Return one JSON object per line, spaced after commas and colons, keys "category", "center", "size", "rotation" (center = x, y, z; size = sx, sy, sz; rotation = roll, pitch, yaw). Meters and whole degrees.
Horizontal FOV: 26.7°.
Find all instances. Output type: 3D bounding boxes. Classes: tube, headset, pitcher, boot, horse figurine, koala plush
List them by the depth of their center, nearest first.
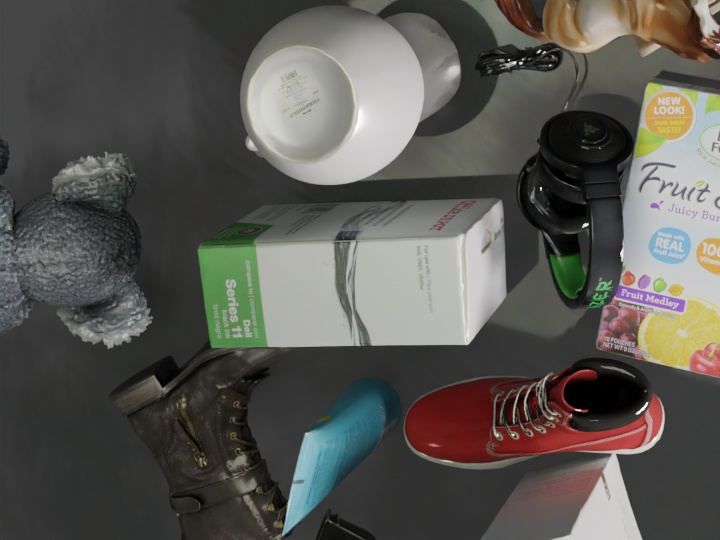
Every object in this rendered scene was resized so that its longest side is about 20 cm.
{"category": "horse figurine", "center": [0.160, -0.196, 1.039], "size": [0.200, 0.050, 0.133], "rotation": [-5, 115, 52]}
{"category": "pitcher", "center": [-0.028, -0.117, 1.086], "size": [0.171, 0.200, 0.122], "rotation": [-30, 91, 22]}
{"category": "headset", "center": [0.139, -0.070, 1.090], "size": [0.093, 0.124, 0.201], "rotation": [-3, 71, -8]}
{"category": "boot", "center": [0.117, 0.100, 1.110], "size": [0.199, 0.144, 0.073], "rotation": [-5, 74, 15]}
{"category": "tube", "center": [-0.017, 0.130, 1.134], "size": [0.050, 0.200, 0.078], "rotation": [11, 103, 13]}
{"category": "koala plush", "center": [-0.266, -0.014, 1.207], "size": [0.199, 0.184, 0.178], "rotation": [1, 103, 5]}
{"category": "boot", "center": [-0.096, 0.140, 1.240], "size": [0.199, 0.069, 0.175], "rotation": [-25, 99, 24]}

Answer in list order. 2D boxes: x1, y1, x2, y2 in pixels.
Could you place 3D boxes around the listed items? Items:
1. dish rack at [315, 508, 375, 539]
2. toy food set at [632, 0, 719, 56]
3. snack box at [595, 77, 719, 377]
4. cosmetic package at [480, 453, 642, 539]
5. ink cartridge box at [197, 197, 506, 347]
{"category": "dish rack", "center": [-0.030, 0.297, 1.180], "size": [0.054, 0.200, 0.154], "rotation": [17, 108, -4]}
{"category": "toy food set", "center": [0.205, -0.271, 1.054], "size": [0.143, 0.060, 0.201], "rotation": [-31, 92, 21]}
{"category": "snack box", "center": [0.258, -0.027, 1.095], "size": [0.141, 0.053, 0.201], "rotation": [13, 105, 13]}
{"category": "cosmetic package", "center": [0.151, 0.217, 1.101], "size": [0.081, 0.200, 0.113], "rotation": [-18, 96, 19]}
{"category": "ink cartridge box", "center": [0.000, 0.000, 1.130], "size": [0.199, 0.147, 0.084], "rotation": [-2, 103, 18]}
